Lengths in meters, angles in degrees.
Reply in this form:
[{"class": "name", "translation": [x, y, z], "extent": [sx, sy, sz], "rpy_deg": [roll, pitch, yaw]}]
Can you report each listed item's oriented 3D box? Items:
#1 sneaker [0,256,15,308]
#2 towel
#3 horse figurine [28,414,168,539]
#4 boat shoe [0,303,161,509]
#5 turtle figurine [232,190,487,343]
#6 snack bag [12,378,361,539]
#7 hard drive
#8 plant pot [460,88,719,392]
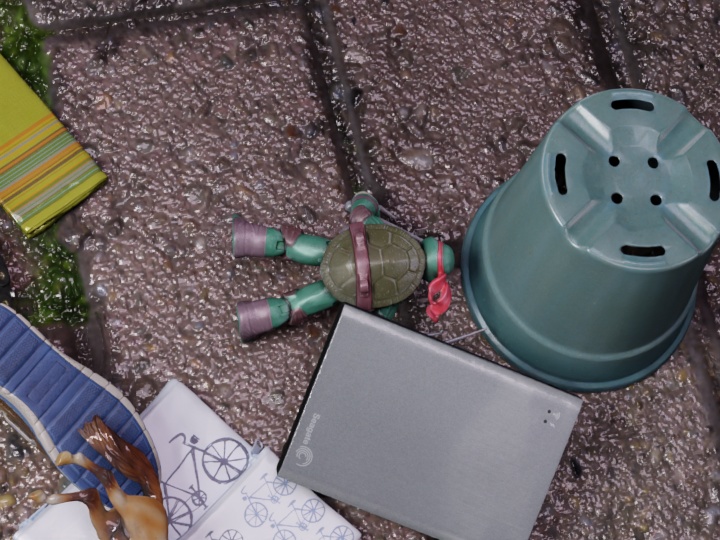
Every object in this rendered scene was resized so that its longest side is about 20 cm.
[{"class": "sneaker", "translation": [-0.328, -0.014, 1.555], "extent": [0.072, 0.072, 0.201], "rpy_deg": [-18, 83, -44]}, {"class": "towel", "translation": [-0.297, -0.121, 1.622], "extent": [0.086, 0.018, 0.200], "rpy_deg": [-36, 76, -25]}, {"class": "horse figurine", "translation": [-0.188, 0.209, 1.437], "extent": [0.132, 0.050, 0.202], "rpy_deg": [27, 73, -32]}, {"class": "boat shoe", "translation": [-0.227, 0.100, 1.500], "extent": [0.072, 0.072, 0.200], "rpy_deg": [-44, 97, -18]}, {"class": "turtle figurine", "translation": [0.000, 0.000, 1.575], "extent": [0.198, 0.101, 0.151], "rpy_deg": [-3, 69, -3]}, {"class": "snack bag", "translation": [-0.130, 0.200, 1.513], "extent": [0.200, 0.021, 0.189], "rpy_deg": [42, 69, 9]}, {"class": "hard drive", "translation": [0.052, 0.125, 1.523], "extent": [0.198, 0.033, 0.141], "rpy_deg": [22, 93, -6]}, {"class": "plant pot", "translation": [0.191, -0.033, 1.557], "extent": [0.198, 0.196, 0.202], "rpy_deg": [3, 67, -6]}]
